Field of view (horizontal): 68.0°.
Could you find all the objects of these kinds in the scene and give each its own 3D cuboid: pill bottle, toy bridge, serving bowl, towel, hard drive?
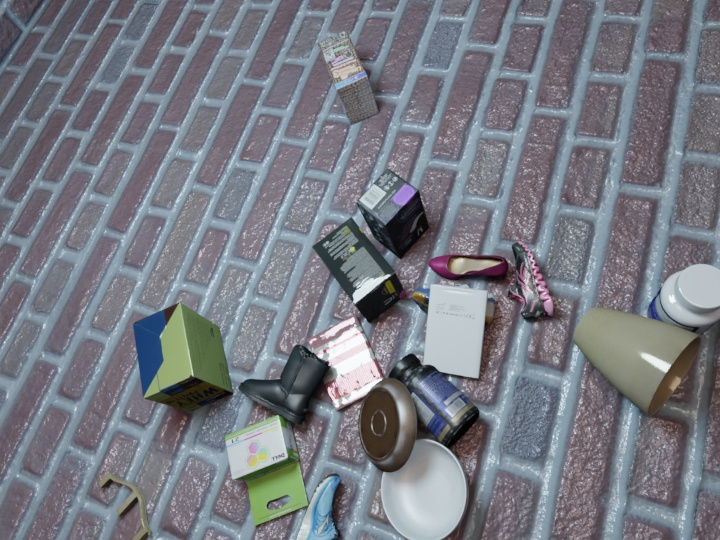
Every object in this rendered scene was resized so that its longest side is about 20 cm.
[{"bbox_3d":[0.158,0.284,1.194,0.112,0.112,0.200,-44,63,-6],"label":"pill bottle"},{"bbox_3d":[-0.572,0.576,1.321,0.200,0.027,0.067,39,81,26],"label":"toy bridge"},{"bbox_3d":[0.144,0.466,1.133,0.199,0.066,0.202,-16,60,30],"label":"serving bowl"},{"bbox_3d":[-0.036,0.227,1.324,0.143,0.023,0.201,-27,64,3],"label":"towel"},{"bbox_3d":[0.673,0.067,1.093,0.118,0.200,0.121,-6,66,13],"label":"pill bottle"},{"bbox_3d":[0.219,0.139,1.237,0.131,0.027,0.202,7,97,19],"label":"hard drive"}]

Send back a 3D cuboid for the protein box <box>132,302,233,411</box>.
[{"bbox_3d":[-0.442,0.223,1.339,0.134,0.200,0.200,-23,63,5],"label":"protein box"}]

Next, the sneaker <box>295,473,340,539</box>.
[{"bbox_3d":[-0.081,0.553,1.182,0.089,0.078,0.202,20,78,4],"label":"sneaker"}]

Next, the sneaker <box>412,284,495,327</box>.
[{"bbox_3d":[0.229,0.072,1.298,0.198,0.076,0.089,17,60,16],"label":"sneaker"}]

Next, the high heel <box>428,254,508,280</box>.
[{"bbox_3d":[0.261,-0.021,1.305,0.198,0.096,0.068,4,68,17],"label":"high heel"}]

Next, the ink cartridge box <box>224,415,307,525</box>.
[{"bbox_3d":[-0.218,0.463,1.241,0.147,0.076,0.201,-23,61,6],"label":"ink cartridge box"}]

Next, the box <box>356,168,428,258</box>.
[{"bbox_3d":[0.086,-0.140,1.346,0.122,0.200,0.106,-46,63,-7],"label":"box"}]

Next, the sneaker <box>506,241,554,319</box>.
[{"bbox_3d":[0.387,0.025,1.270,0.095,0.079,0.202,-23,62,18],"label":"sneaker"}]

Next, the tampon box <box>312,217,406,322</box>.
[{"bbox_3d":[0.000,0.000,1.339,0.126,0.150,0.200,-37,63,-2],"label":"tampon box"}]

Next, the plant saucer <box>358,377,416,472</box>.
[{"bbox_3d":[0.050,0.339,1.178,0.200,0.032,0.202,-27,57,51],"label":"plant saucer"}]

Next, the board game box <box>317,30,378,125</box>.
[{"bbox_3d":[-0.036,-0.572,1.589,0.096,0.160,0.201,-22,64,5],"label":"board game box"}]

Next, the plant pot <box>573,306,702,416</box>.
[{"bbox_3d":[0.557,0.164,1.111,0.188,0.188,0.200,-48,50,-8],"label":"plant pot"}]

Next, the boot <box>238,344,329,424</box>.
[{"bbox_3d":[-0.185,0.259,1.308,0.199,0.076,0.169,21,81,26],"label":"boot"}]
